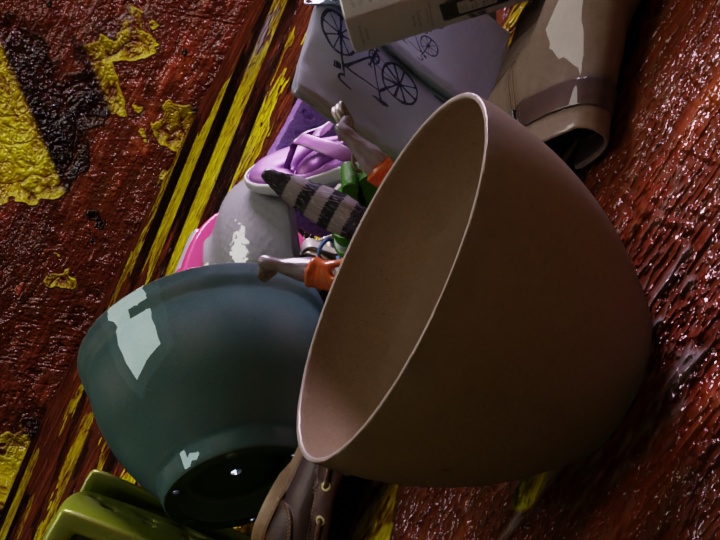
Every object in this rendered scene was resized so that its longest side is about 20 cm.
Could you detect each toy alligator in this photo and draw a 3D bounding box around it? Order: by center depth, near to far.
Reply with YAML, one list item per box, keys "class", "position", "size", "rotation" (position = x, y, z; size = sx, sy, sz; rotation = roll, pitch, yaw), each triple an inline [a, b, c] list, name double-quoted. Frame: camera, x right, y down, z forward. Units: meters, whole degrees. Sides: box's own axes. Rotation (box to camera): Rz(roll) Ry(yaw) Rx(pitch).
- class: "toy alligator"
  position: [0.000, -0.036, 1.006]
  size: [0.054, 0.201, 0.060]
  rotation: [-18, 43, 13]

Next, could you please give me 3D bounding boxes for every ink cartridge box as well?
- class: "ink cartridge box"
  position: [0.071, -0.241, 0.982]
  size: [0.067, 0.198, 0.117]
  rotation: [62, -168, -76]

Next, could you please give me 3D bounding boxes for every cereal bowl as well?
- class: "cereal bowl"
  position: [-0.092, 0.015, 1.258]
  size: [0.200, 0.082, 0.203]
  rotation: [-6, -90, -89]

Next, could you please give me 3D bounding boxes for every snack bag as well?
- class: "snack bag"
  position: [0.035, -0.155, 1.063]
  size: [0.021, 0.188, 0.202]
  rotation: [-26, 38, 43]

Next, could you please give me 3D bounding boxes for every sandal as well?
- class: "sandal"
  position: [-0.005, -0.109, 1.176]
  size: [0.200, 0.050, 0.083]
  rotation: [-10, 26, 18]

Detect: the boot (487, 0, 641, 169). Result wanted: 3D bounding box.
- class: "boot"
  position: [0.145, -0.142, 0.900]
  size: [0.200, 0.070, 0.148]
  rotation: [130, 152, -51]

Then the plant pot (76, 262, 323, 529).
- class: "plant pot"
  position: [-0.104, 0.110, 1.080]
  size: [0.201, 0.198, 0.135]
  rotation: [-53, 44, 39]

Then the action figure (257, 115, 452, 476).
- class: "action figure"
  position: [0.016, 0.018, 0.869]
  size: [0.201, 0.193, 0.105]
  rotation: [-55, -27, -8]

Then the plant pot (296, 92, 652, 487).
- class: "plant pot"
  position: [0.070, 0.029, 0.734]
  size: [0.201, 0.133, 0.201]
  rotation: [-59, 16, 27]

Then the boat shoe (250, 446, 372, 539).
- class: "boat shoe"
  position: [-0.006, 0.127, 1.011]
  size: [0.070, 0.070, 0.202]
  rotation: [23, 92, 38]

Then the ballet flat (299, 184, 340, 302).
- class: "ballet flat"
  position: [-0.013, -0.027, 1.258]
  size: [0.201, 0.072, 0.073]
  rotation: [-61, 15, 20]

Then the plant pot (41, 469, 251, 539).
- class: "plant pot"
  position: [-0.170, 0.278, 1.092]
  size: [0.201, 0.198, 0.182]
  rotation: [-65, 9, 5]

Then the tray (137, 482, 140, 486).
- class: "tray"
  position: [-0.164, 0.191, 1.265]
  size: [0.099, 0.037, 0.201]
  rotation: [50, 152, 35]

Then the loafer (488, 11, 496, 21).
- class: "loafer"
  position: [0.069, -0.240, 1.168]
  size: [0.063, 0.071, 0.202]
  rotation: [33, 133, 48]

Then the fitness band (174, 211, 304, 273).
- class: "fitness band"
  position: [-0.110, 0.029, 1.364]
  size: [0.037, 0.143, 0.202]
  rotation: [-44, 25, 51]

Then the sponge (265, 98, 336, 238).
- class: "sponge"
  position: [-0.016, -0.126, 1.340]
  size: [0.201, 0.111, 0.030]
  rotation: [-58, 17, 24]

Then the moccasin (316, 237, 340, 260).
- class: "moccasin"
  position: [0.000, 0.000, 1.135]
  size: [0.068, 0.080, 0.201]
  rotation: [-41, 25, 34]
